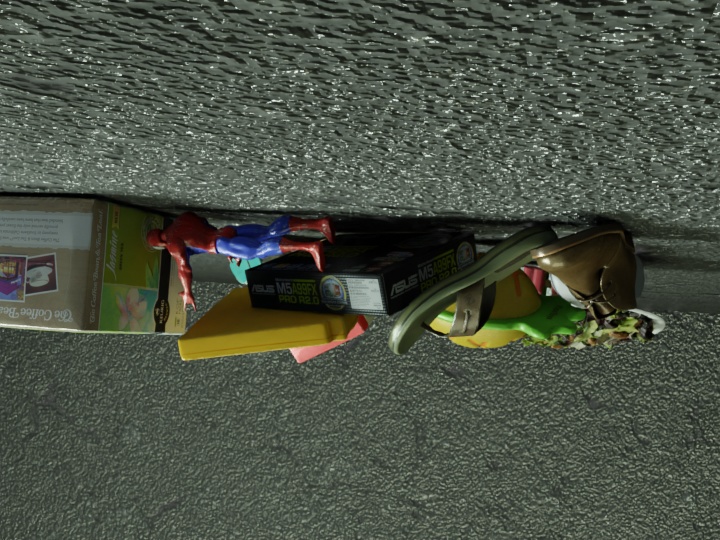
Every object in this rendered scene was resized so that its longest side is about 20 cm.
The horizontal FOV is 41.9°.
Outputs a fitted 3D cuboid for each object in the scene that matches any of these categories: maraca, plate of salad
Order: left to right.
[{"bbox_3d":[0.156,0.038,1.083,0.198,0.108,0.137,12,-154,23],"label":"maraca"},{"bbox_3d":[0.287,0.077,1.207,0.198,0.049,0.200,5,163,2],"label":"plate of salad"}]

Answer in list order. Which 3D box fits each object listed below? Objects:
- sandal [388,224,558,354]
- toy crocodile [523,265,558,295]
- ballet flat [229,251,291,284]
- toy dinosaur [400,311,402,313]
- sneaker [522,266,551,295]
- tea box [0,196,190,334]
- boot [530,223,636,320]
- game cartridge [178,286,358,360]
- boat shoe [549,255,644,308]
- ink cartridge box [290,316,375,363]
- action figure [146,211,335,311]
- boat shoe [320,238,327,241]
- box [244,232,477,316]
[{"bbox_3d":[0.108,0.029,0.906,0.200,0.058,0.080,-35,167,21],"label":"sandal"},{"bbox_3d":[0.232,0.014,1.223,0.198,0.068,0.062,3,176,18],"label":"toy crocodile"},{"bbox_3d":[-0.130,-0.018,1.278,0.071,0.073,0.200,5,179,-20],"label":"ballet flat"},{"bbox_3d":[0.113,0.008,1.324,0.135,0.103,0.200,-13,152,22],"label":"toy dinosaur"},{"bbox_3d":[0.286,0.027,1.322,0.079,0.079,0.199,9,-178,-31],"label":"sneaker"},{"bbox_3d":[-0.318,-0.002,1.015,0.198,0.135,0.197,3,177,19],"label":"tea box"},{"bbox_3d":[0.217,0.003,0.865,0.073,0.076,0.199,-16,168,30],"label":"boot"},{"bbox_3d":[-0.084,0.049,1.028,0.175,0.033,0.200,-7,-166,12],"label":"game cartridge"},{"bbox_3d":[0.260,0.007,1.097,0.069,0.072,0.199,-2,180,39],"label":"boat shoe"},{"bbox_3d":[-0.038,0.056,1.300,0.116,0.068,0.200,-28,-170,27],"label":"ink cartridge box"},{"bbox_3d":[-0.125,-0.010,0.974,0.198,0.100,0.066,5,-138,15],"label":"action figure"},{"bbox_3d":[0.002,-0.004,1.162,0.073,0.070,0.199,6,176,-32],"label":"boat shoe"},{"bbox_3d":[0.000,0.000,1.003,0.199,0.045,0.160,2,-162,42],"label":"box"}]
